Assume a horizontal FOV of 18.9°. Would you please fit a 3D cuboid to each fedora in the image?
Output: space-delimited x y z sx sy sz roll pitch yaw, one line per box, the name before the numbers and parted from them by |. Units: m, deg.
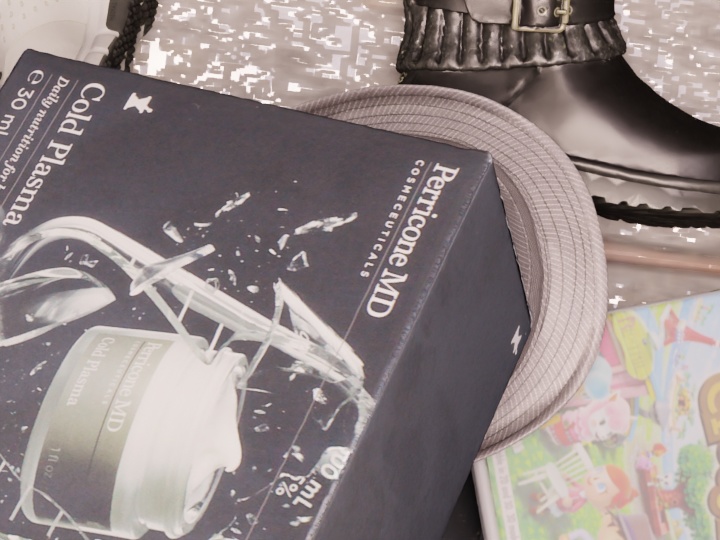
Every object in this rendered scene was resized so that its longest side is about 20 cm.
fedora | 0.000 0.000 0.919 0.200 0.090 0.177 -4 80 13

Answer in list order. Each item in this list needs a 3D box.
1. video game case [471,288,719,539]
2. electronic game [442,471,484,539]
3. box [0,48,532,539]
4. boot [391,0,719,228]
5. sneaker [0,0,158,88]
video game case | 0.146 0.113 0.966 0.182 0.022 0.200 -10 90 -4
electronic game | -0.010 0.109 0.989 0.200 0.042 0.200 3 74 -10
box | -0.067 0.047 0.786 0.196 0.124 0.200 14 61 20
boot | 0.115 -0.107 0.998 0.211 0.079 0.158 11 88 -5
sneaker | -0.137 -0.093 0.949 0.080 0.074 0.200 3 50 3
